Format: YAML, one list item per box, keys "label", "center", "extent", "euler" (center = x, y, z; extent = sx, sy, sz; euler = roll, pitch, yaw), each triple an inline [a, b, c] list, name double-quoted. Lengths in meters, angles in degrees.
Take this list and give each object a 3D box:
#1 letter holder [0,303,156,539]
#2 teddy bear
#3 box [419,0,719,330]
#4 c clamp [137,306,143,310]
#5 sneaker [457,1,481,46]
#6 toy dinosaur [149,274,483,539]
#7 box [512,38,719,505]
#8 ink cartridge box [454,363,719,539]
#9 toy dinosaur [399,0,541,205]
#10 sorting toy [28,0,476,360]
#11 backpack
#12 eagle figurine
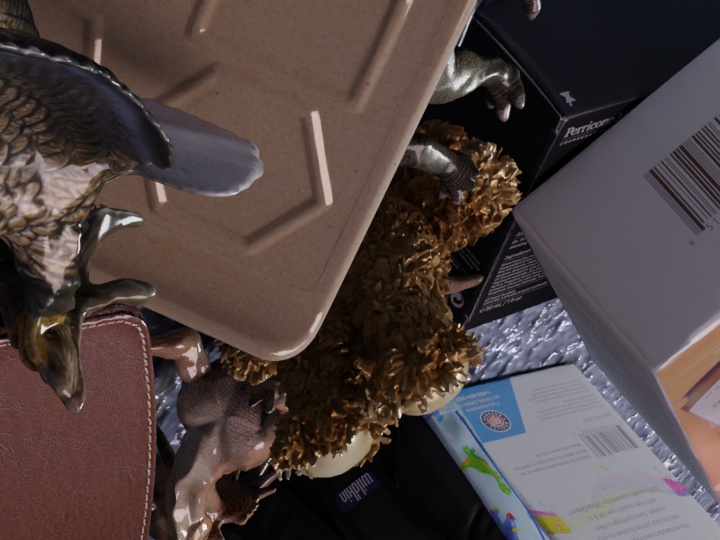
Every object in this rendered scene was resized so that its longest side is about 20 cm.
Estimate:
- label: "letter holder"
  center: [-0.159, 0.072, 1.088]
  extent: [0.141, 0.101, 0.201]
  euler: [-10, 132, -21]
- label: "teddy bear"
  center: [0.000, 0.000, 1.181]
  extent: [0.067, 0.201, 0.145]
  euler: [36, 139, -27]
- label: "box"
  center: [0.121, -0.069, 1.340]
  extent: [0.199, 0.079, 0.141]
  euler: [-18, 149, -37]
- label: "c clamp"
  center: [-0.118, -0.051, 1.095]
  extent: [0.170, 0.027, 0.201]
  euler: [2, 129, -35]
- label: "sneaker"
  center: [-0.014, -0.081, 1.150]
  extent: [0.080, 0.075, 0.200]
  euler: [1, 133, -53]
- label: "toy dinosaur"
  center: [-0.039, 0.054, 1.305]
  extent: [0.200, 0.086, 0.136]
  euler: [-35, 152, -13]
- label: "box"
  center: [0.176, -0.003, 1.310]
  extent: [0.152, 0.106, 0.200]
  euler: [-40, 153, -1]
- label: "ink cartridge box"
  center: [0.109, 0.170, 1.541]
  extent: [0.128, 0.200, 0.126]
  euler: [-9, 139, -46]
- label: "toy dinosaur"
  center: [0.008, -0.078, 1.032]
  extent: [0.102, 0.077, 0.200]
  euler: [7, 144, -40]
- label: "sorting toy"
  center: [-0.065, -0.086, 0.986]
  extent: [0.037, 0.184, 0.201]
  euler: [-73, -173, -62]
- label: "backpack"
  center: [0.030, 0.157, 1.419]
  extent: [0.163, 0.200, 0.154]
  euler: [-45, 152, 7]
- label: "eagle figurine"
  center: [-0.128, -0.050, 0.895]
  extent: [0.151, 0.151, 0.201]
  euler: [-73, 156, -43]
